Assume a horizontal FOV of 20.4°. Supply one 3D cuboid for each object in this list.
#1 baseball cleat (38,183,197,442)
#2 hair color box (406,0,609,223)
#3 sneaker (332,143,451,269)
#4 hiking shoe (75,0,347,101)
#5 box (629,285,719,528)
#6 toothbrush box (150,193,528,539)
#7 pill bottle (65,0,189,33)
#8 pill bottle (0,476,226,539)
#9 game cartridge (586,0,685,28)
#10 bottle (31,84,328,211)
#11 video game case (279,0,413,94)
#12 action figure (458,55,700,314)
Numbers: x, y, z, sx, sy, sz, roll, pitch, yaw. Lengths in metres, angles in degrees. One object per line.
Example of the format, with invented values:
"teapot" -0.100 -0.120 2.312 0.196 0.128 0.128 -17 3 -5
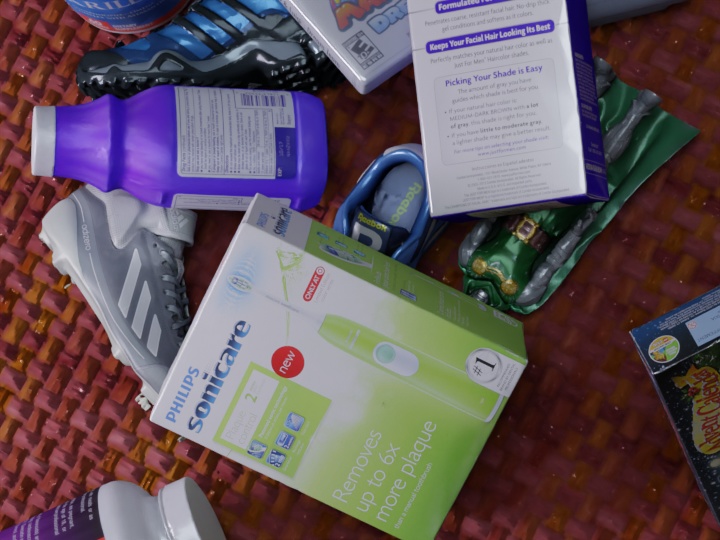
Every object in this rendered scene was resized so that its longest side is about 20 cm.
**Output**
"baseball cleat" -0.139 0.015 1.373 0.106 0.070 0.200 -38 75 1
"hair color box" 0.093 -0.138 1.300 0.109 0.065 0.201 -7 87 21
"sneaker" 0.000 0.000 1.344 0.074 0.082 0.201 24 85 12
"hiking shoe" -0.103 -0.161 1.409 0.199 0.074 0.087 -8 70 -1
"box" 0.256 0.074 1.222 0.136 0.200 0.038 -28 47 4
"toothbrush box" -0.012 0.064 1.280 0.199 0.086 0.146 27 105 -4
"pill bottle" -0.183 -0.244 1.368 0.111 0.200 0.113 -2 78 11
"pill bottle" -0.189 0.211 1.318 0.199 0.112 0.113 -25 75 5
"game cartridge" 0.137 -0.262 1.376 0.132 0.041 0.201 -16 73 -8
"bottle" -0.123 -0.084 1.359 0.199 0.065 0.084 1 63 -12
"video game case" 0.022 -0.243 1.392 0.200 0.024 0.182 -36 74 -16
"action figure" 0.126 -0.045 1.347 0.118 0.055 0.201 33 90 12
